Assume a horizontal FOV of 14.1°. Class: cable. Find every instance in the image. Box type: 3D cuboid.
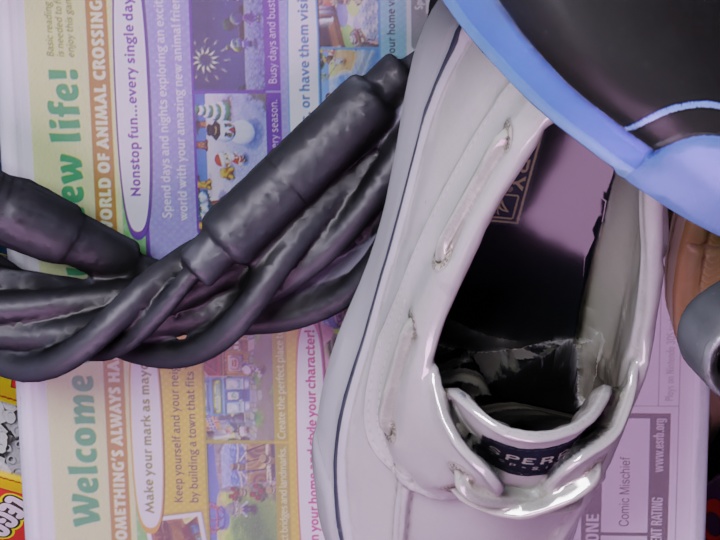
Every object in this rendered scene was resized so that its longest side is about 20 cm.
[{"bbox_3d":[-0.047,-0.050,0.691,0.199,0.051,0.164,-6,113,4],"label":"cable"}]

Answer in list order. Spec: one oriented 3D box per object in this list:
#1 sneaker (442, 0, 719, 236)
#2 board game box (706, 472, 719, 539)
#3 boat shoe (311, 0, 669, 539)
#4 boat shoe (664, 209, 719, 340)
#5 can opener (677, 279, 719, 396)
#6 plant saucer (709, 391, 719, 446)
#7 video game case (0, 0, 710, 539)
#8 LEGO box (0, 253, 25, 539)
[{"bbox_3d":[0.046,-0.095,0.600,0.200,0.070,0.078,46,126,0],"label":"sneaker"},{"bbox_3d":[0.102,0.120,0.955,0.120,0.032,0.200,-2,152,-39],"label":"board game box"},{"bbox_3d":[0.036,0.026,0.693,0.072,0.066,0.201,3,123,-17],"label":"boat shoe"},{"bbox_3d":[0.110,-0.065,0.678,0.073,0.069,0.201,1,130,-15],"label":"boat shoe"},{"bbox_3d":[0.168,-0.014,0.663,0.199,0.067,0.054,-20,120,-16],"label":"can opener"},{"bbox_3d":[0.020,0.076,0.866,0.199,0.030,0.200,-18,157,-8],"label":"plant saucer"},{"bbox_3d":[0.000,0.000,0.749,0.181,0.022,0.201,0,112,2],"label":"video game case"},{"bbox_3d":[-0.168,0.068,0.884,0.148,0.077,0.200,18,141,-22],"label":"LEGO box"}]
